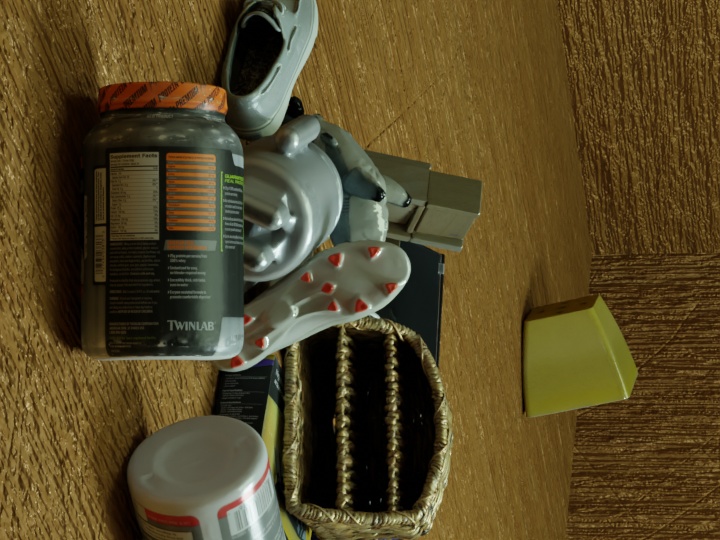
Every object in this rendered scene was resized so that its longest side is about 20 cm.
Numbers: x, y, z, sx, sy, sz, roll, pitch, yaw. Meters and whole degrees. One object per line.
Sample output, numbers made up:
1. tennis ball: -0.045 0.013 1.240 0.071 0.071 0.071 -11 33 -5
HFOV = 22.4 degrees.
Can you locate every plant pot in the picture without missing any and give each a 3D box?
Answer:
1. plant pot: 0.402 0.153 3.454 0.200 0.199 0.178 -38 114 -72

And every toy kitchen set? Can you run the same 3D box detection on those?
1. toy kitchen set: 0.000 0.000 1.819 0.163 0.199 0.182 116 -17 -62

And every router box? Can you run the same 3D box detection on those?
1. router box: -0.090 0.196 1.703 0.200 0.052 0.158 69 23 -54

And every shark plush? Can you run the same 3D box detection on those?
1. shark plush: -0.042 -0.096 1.724 0.200 0.083 0.091 48 14 3

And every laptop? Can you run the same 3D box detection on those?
1. laptop: 0.043 0.066 2.340 0.200 0.115 0.189 131 -34 -66

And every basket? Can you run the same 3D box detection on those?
1. basket: 0.010 0.147 1.711 0.149 0.142 0.201 60 29 -67

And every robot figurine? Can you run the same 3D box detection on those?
1. robot figurine: -0.081 -0.058 1.628 0.170 0.112 0.200 -64 174 20

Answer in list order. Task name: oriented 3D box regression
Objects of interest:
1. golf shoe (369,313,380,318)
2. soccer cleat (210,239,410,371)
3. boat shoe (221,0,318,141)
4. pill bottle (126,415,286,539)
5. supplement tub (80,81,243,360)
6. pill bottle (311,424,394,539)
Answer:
1. golf shoe: -0.016 0.052 1.929 0.200 0.094 0.078 -75 158 -52
2. soccer cleat: -0.049 0.028 1.625 0.070 0.199 0.078 63 0 -2
3. boat shoe: -0.086 -0.217 1.705 0.072 0.070 0.202 79 20 -54
4. pill bottle: -0.116 0.229 1.474 0.114 0.113 0.201 -70 156 -55
5. supplement tub: -0.146 -0.034 1.345 0.122 0.122 0.202 11 79 -76
6. pill bottle: -0.012 0.265 1.885 0.116 0.115 0.201 74 21 -47
